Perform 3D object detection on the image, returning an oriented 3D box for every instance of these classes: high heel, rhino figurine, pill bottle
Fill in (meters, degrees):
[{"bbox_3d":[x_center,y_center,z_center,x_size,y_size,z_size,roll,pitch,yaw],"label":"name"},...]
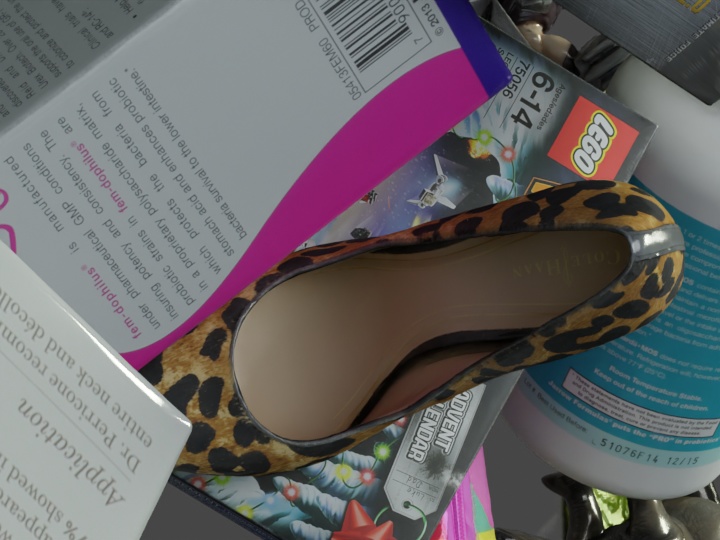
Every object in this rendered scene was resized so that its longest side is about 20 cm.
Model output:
[{"bbox_3d":[0.004,0.018,0.900,0.199,0.143,0.072,-18,86,-9],"label":"high heel"},{"bbox_3d":[0.113,0.121,1.160,0.199,0.060,0.088,-14,87,-45],"label":"rhino figurine"},{"bbox_3d":[0.131,-0.015,1.092,0.110,0.201,0.111,15,35,-11],"label":"pill bottle"}]

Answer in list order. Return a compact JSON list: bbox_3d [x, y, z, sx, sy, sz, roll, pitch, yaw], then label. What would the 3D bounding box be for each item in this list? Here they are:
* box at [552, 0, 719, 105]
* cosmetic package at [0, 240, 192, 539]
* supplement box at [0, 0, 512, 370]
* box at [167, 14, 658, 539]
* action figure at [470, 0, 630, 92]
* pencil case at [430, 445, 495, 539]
[{"bbox_3d":[0.050,-0.162,0.916,0.158,0.048,0.201,27,29,-41],"label":"box"},{"bbox_3d":[-0.187,0.082,0.782,0.167,0.166,0.201,47,49,-26],"label":"cosmetic package"},{"bbox_3d":[-0.070,-0.053,0.894,0.200,0.103,0.101,-38,126,-7],"label":"supplement box"},{"bbox_3d":[0.000,0.000,0.995,0.136,0.040,0.201,30,80,-4],"label":"box"},{"bbox_3d":[0.096,-0.130,1.168,0.199,0.069,0.131,-12,68,-36],"label":"action figure"},{"bbox_3d":[0.011,0.065,1.050,0.088,0.088,0.202,-7,83,-46],"label":"pencil case"}]
